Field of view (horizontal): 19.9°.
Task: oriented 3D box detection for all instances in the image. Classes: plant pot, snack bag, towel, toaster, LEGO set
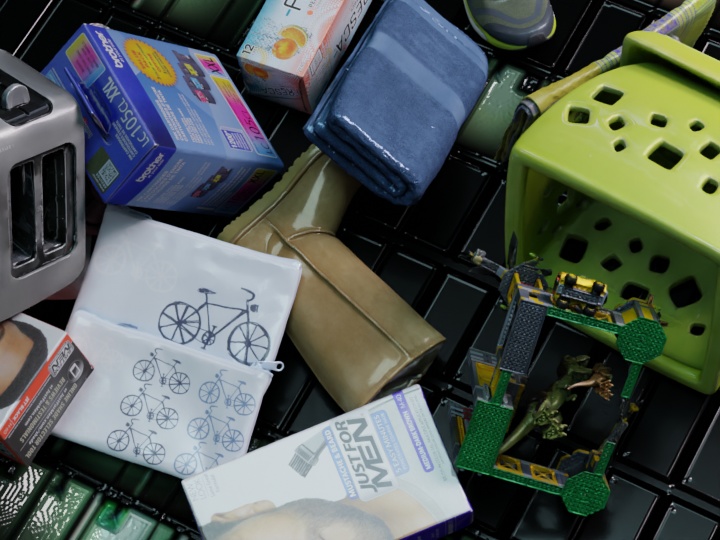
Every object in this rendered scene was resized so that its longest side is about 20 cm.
[{"bbox_3d":[0.242,-0.057,1.600,0.198,0.200,0.182,29,63,20],"label":"plant pot"},{"bbox_3d":[-0.153,0.060,1.651,0.188,0.021,0.201,17,83,16],"label":"snack bag"},{"bbox_3d":[0.201,-0.159,1.683,0.199,0.144,0.023,-33,78,-12],"label":"towel"},{"bbox_3d":[0.035,-0.143,1.695,0.112,0.049,0.200,40,42,-10],"label":"towel"},{"bbox_3d":[-0.318,-0.050,1.595,0.118,0.201,0.180,27,37,34],"label":"toaster"},{"bbox_3d":[0.146,0.077,1.568,0.153,0.201,0.116,8,21,-4],"label":"LEGO set"}]

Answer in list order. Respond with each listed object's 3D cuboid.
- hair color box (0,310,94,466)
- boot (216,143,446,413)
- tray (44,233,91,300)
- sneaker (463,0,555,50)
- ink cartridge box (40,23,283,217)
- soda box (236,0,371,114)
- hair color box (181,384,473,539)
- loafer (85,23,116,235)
[{"bbox_3d":[-0.325,0.071,1.652,0.199,0.061,0.102,20,66,29],"label":"hair color box"},{"bbox_3d":[0.000,0.000,1.673,0.175,0.066,0.200,-44,64,-2],"label":"boot"},{"bbox_3d":[-0.282,-0.067,1.763,0.107,0.022,0.201,-2,62,5],"label":"tray"},{"bbox_3d":[0.112,-0.278,1.791,0.074,0.081,0.201,-23,62,-5],"label":"sneaker"},{"bbox_3d":[-0.174,-0.121,1.673,0.076,0.200,0.137,-45,64,26],"label":"ink cartridge box"},{"bbox_3d":[-0.035,-0.239,1.800,0.068,0.064,0.201,20,66,16],"label":"soda box"},{"bbox_3d":[-0.025,0.178,1.570,0.199,0.065,0.110,-23,73,-3],"label":"hair color box"},{"bbox_3d":[-0.220,-0.130,1.755,0.071,0.063,0.201,9,62,-22],"label":"loafer"}]
